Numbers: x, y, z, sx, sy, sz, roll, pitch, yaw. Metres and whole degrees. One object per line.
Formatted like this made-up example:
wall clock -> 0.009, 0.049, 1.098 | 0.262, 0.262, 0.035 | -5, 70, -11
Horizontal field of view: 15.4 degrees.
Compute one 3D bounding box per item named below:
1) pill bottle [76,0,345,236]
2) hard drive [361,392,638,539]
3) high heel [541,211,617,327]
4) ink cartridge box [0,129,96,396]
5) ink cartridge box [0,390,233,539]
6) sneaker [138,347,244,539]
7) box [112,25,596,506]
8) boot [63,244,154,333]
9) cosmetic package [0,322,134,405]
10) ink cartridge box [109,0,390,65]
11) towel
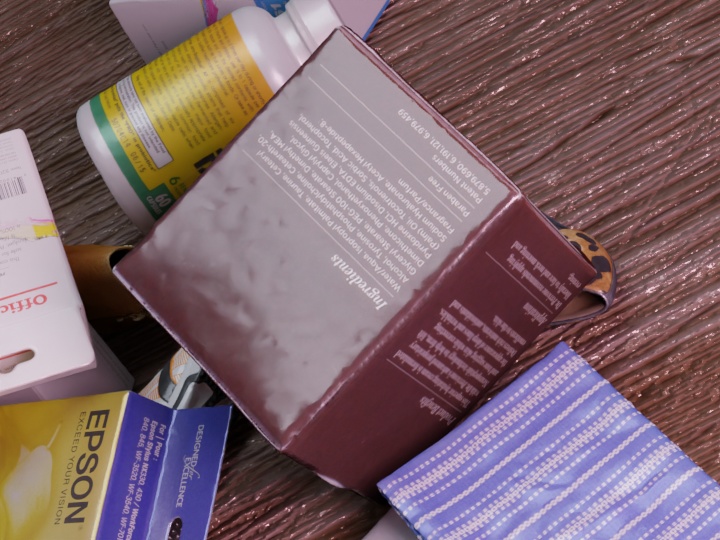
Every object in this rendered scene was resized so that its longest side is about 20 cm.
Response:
pill bottle -> -0.093, -0.118, 1.901 | 0.199, 0.113, 0.113 | -31, 35, 4
hard drive -> 0.058, 0.165, 1.521 | 0.200, 0.026, 0.132 | -46, 37, -16
high heel -> 0.057, 0.030, 1.641 | 0.199, 0.072, 0.142 | -35, 33, -11
ink cartridge box -> -0.240, 0.015, 1.696 | 0.116, 0.068, 0.201 | -17, 52, -7
ink cartridge box -> -0.181, 0.173, 1.624 | 0.199, 0.047, 0.199 | -11, 59, 40
sneaker -> -0.116, 0.084, 1.715 | 0.080, 0.074, 0.200 | 0, 47, 41
box -> 0.000, 0.000, 1.564 | 0.200, 0.166, 0.164 | -46, 64, 2
boot -> -0.218, -0.004, 1.800 | 0.144, 0.201, 0.071 | -9, 70, 46
cosmetic package -> -0.267, 0.087, 1.801 | 0.199, 0.108, 0.085 | -11, 42, 27
ink cartridge box -> -0.073, -0.227, 2.039 | 0.199, 0.085, 0.145 | 0, 47, 40
towel -> 0.116, 0.135, 1.469 | 0.145, 0.024, 0.200 | -37, 49, -10
